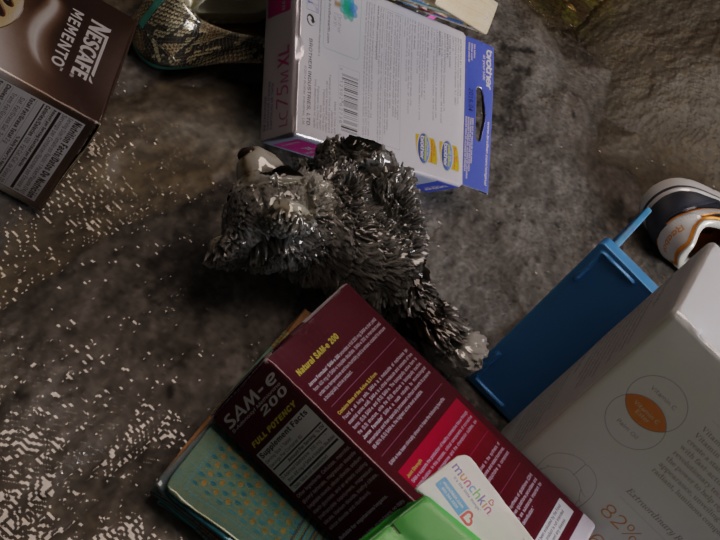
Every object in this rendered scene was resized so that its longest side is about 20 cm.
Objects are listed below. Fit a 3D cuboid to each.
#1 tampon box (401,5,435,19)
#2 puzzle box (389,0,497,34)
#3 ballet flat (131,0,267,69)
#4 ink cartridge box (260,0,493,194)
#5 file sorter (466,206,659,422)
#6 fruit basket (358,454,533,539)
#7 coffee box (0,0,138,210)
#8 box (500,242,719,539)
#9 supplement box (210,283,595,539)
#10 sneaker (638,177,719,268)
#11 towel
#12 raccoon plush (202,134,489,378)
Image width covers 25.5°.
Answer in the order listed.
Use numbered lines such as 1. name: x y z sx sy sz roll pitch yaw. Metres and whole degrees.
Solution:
1. tampon box: 0.008 -0.305 1.234 0.126 0.150 0.200 1 52 -58
2. puzzle box: -0.014 -0.212 1.086 0.200 0.025 0.133 22 6 19
3. ballet flat: -0.070 -0.177 1.107 0.200 0.075 0.068 -8 56 -48
4. ink cartridge box: 0.016 -0.126 1.112 0.200 0.042 0.120 13 74 -42
5. file sorter: 0.203 0.077 1.047 0.200 0.139 0.123 46 33 5
6. fruit basket: 0.041 0.220 0.760 0.185 0.094 0.200 -36 91 -19
7. coffee box: -0.239 -0.136 0.901 0.200 0.080 0.113 28 37 -18
8. box: 0.182 0.113 0.930 0.152 0.200 0.106 44 32 1
9. supplement box: 0.026 0.112 0.874 0.200 0.061 0.109 45 33 2
10. sneaker: 0.324 -0.014 1.308 0.200 0.079 0.080 10 40 -21
11. towel: -0.019 0.116 0.897 0.147 0.022 0.200 41 33 -3
12. raccoon plush: 0.000 0.000 0.957 0.200 0.097 0.134 40 29 0
